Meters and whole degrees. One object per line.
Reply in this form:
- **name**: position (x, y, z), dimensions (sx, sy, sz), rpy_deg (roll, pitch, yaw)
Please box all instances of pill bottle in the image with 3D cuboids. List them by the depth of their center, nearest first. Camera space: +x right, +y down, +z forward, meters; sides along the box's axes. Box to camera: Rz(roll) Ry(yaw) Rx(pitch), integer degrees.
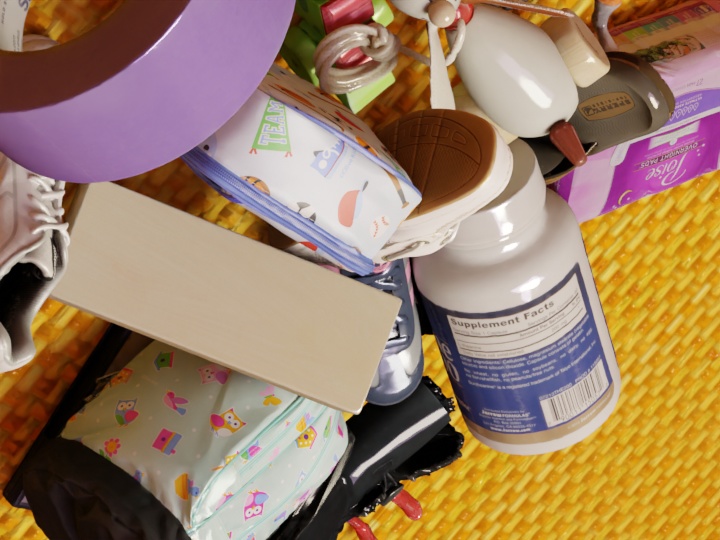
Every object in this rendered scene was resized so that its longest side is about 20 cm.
- **pill bottle**: position (0.095, 0.014, 1.803), dimensions (0.111, 0.111, 0.200), rpy_deg (-33, 130, -17)

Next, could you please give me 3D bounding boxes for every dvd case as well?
- **dvd case**: position (-0.133, 0.081, 1.832), dimensions (0.143, 0.018, 0.200), rpy_deg (15, 113, -52)

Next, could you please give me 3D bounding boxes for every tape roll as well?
- **tape roll**: position (-0.138, -0.152, 1.442), dimensions (0.200, 0.200, 0.085), rpy_deg (-45, 146, 0)

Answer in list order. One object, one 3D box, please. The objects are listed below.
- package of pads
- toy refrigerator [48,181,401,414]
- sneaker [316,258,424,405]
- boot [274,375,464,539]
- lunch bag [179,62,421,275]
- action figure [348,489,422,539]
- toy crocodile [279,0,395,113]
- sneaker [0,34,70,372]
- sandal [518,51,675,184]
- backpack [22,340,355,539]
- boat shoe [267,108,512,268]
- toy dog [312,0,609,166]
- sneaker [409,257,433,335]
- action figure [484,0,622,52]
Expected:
- **package of pads**: position (0.199, -0.113, 1.929), dimensions (0.200, 0.076, 0.121), rpy_deg (-21, 137, -30)
- **toy refrigerator**: position (-0.085, 0.015, 1.670), dimensions (0.200, 0.070, 0.076), rpy_deg (21, 86, -12)
- **sneaker**: position (0.000, 0.000, 1.763), dimensions (0.070, 0.082, 0.200), rpy_deg (-22, 108, -12)
- **boot**: position (-0.007, 0.156, 1.907), dimensions (0.168, 0.076, 0.200), rpy_deg (-37, 163, -15)
- **lunch bag**: position (-0.066, -0.082, 1.584), dimensions (0.160, 0.200, 0.076), rpy_deg (29, 97, -37)
- **action figure**: position (-0.017, 0.149, 1.994), dimensions (0.065, 0.052, 0.200), rpy_deg (-42, 143, 4)
- **toy crocodile**: position (-0.017, -0.161, 1.675), dimensions (0.067, 0.062, 0.200), rpy_deg (-37, 144, -12)
- **sneaker**: position (-0.190, -0.034, 1.562), dimensions (0.075, 0.081, 0.200), rpy_deg (24, 76, -45)
- **sandal**: position (0.120, -0.084, 1.808), dimensions (0.082, 0.200, 0.055), rpy_deg (47, 54, -23)
- **backpack**: position (-0.094, 0.112, 1.757), dimensions (0.200, 0.167, 0.127), rpy_deg (-41, 150, -25)
- **boat shoe**: position (0.030, -0.042, 1.640), dimensions (0.069, 0.200, 0.071), rpy_deg (27, 65, -31)
- **toy dog**: position (0.082, -0.118, 1.672), dimensions (0.200, 0.096, 0.132), rpy_deg (6, 132, -44)
- **sneaker**: position (0.028, 0.030, 1.890), dimensions (0.200, 0.073, 0.112), rpy_deg (27, 93, -44)
- **action figure**: position (0.107, -0.232, 1.736), dimensions (0.200, 0.105, 0.194), rpy_deg (7, 117, -15)
